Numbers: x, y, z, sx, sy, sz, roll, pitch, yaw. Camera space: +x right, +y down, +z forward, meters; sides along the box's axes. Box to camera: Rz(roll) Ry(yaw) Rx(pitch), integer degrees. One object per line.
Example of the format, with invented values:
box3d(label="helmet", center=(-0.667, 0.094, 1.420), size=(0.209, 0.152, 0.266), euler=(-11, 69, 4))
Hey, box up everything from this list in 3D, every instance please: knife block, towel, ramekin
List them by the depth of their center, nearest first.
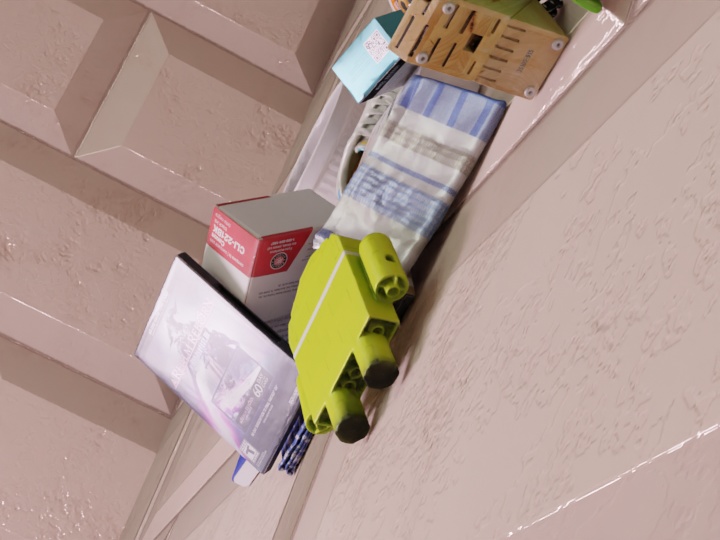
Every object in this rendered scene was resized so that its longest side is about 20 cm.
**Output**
box3d(label="knife block", center=(0.090, -0.226, 1.196), size=(0.064, 0.198, 0.176), euler=(-59, 39, 27))
box3d(label="towel", center=(0.042, -0.086, 1.314), size=(0.201, 0.024, 0.146), euler=(-58, 36, -1))
box3d(label="towel", center=(-0.041, 0.107, 1.496), size=(0.202, 0.024, 0.145), euler=(-63, 7, 6))
box3d(label="ramekin", center=(-0.022, -0.130, 1.813), size=(0.202, 0.104, 0.200), euler=(-62, 9, 17))

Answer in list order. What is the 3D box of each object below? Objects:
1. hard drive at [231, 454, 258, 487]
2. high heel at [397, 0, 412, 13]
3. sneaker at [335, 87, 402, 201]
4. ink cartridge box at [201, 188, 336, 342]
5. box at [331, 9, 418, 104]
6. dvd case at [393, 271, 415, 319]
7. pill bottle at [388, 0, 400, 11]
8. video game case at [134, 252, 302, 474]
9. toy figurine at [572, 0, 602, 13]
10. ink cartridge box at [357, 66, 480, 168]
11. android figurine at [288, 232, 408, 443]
box3d(label="hard drive", center=(-0.098, 0.148, 1.718), size=(0.132, 0.025, 0.201), euler=(-56, 12, 47))
box3d(label="high heel", center=(0.093, -0.322, 1.269), size=(0.201, 0.071, 0.143), euler=(-60, 3, -18))
box3d(label="sneaker", center=(0.029, -0.157, 1.625), size=(0.081, 0.076, 0.203), euler=(24, -97, -77))
box3d(label="ink cartridge box", center=(-0.100, 0.026, 1.532), size=(0.143, 0.083, 0.202), euler=(-13, -54, -44))
box3d(label="box", center=(0.060, -0.239, 1.484), size=(0.082, 0.049, 0.199), euler=(-44, -9, 39))
box3d(label="dvd case", center=(0.000, 0.000, 1.373), size=(0.149, 0.016, 0.202), euler=(-57, 30, 37))
box3d(label="pill bottle", center=(0.108, -0.373, 1.702), size=(0.114, 0.112, 0.200), euler=(-66, 8, -18))
box3d(label="video game case", center=(-0.142, 0.097, 1.476), size=(0.019, 0.199, 0.144), euler=(-27, -29, -53))
box3d(label="toy figurine", center=(0.180, -0.317, 1.079), size=(0.185, 0.150, 0.200), euler=(-53, -3, 18))
box3d(label="ink cartridge box", center=(0.045, -0.121, 1.494), size=(0.200, 0.066, 0.117), euler=(-50, 17, 59))
box3d(label="android figurine", center=(-0.015, 0.051, 1.244), size=(0.184, 0.041, 0.201), euler=(-65, 26, 27))
